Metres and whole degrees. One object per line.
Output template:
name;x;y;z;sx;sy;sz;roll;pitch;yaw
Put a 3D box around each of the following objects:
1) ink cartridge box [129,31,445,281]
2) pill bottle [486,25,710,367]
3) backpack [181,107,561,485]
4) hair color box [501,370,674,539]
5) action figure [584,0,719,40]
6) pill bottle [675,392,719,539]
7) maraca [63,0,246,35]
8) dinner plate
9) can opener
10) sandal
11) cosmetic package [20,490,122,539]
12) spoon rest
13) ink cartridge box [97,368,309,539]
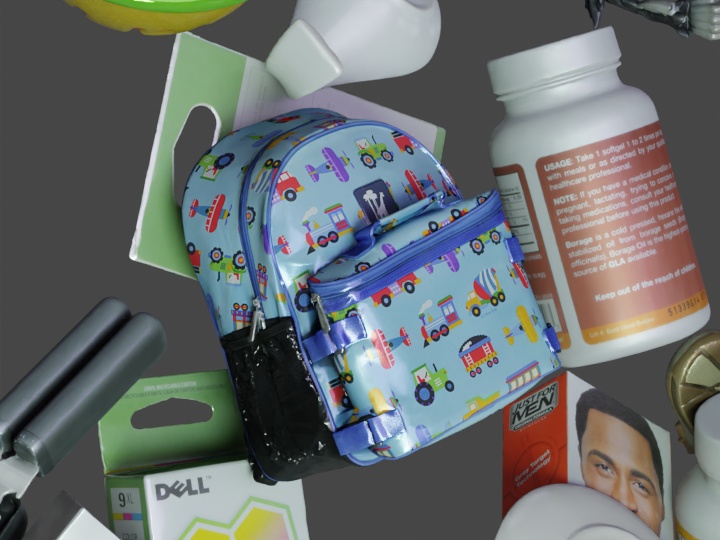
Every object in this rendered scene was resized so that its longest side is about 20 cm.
ink cartridge box;-0.048;-0.044;1.502;0.199;0.048;0.146;18;75;-29
pill bottle;0.147;-0.048;1.592;0.112;0.112;0.201;-18;95;-33
backpack;0.000;0.000;1.422;0.182;0.134;0.201;-21;92;-37
hair color box;0.142;0.174;1.549;0.101;0.061;0.201;30;45;-31
action figure;0.222;-0.214;1.669;0.199;0.102;0.120;1;96;-35
pill bottle;0.256;0.181;1.581;0.112;0.113;0.201;-23;119;-33
maraca;-0.101;-0.196;1.442;0.199;0.107;0.137;-12;52;-34
dinner plate;0.153;0.216;1.466;0.200;0.024;0.201;25;50;-34
can opener;-0.185;0.098;1.403;0.200;0.052;0.067;-51;146;-25
sandal;0.234;0.097;1.638;0.080;0.054;0.200;-41;139;-10
cosmetic package;-0.191;0.224;1.347;0.083;0.051;0.200;43;81;-20
spoon rest;-0.009;-0.149;1.507;0.100;0.061;0.200;51;29;-3
ink cartridge box;-0.087;0.159;1.446;0.103;0.059;0.201;-6;87;-32
